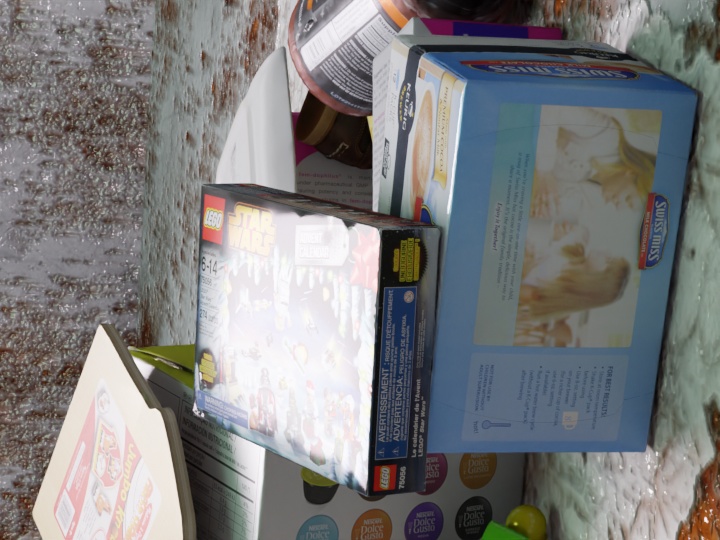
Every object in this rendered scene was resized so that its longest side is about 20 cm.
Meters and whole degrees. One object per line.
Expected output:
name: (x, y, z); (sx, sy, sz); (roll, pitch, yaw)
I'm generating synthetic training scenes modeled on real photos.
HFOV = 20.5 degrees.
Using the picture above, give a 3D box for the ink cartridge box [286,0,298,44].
ink cartridge box: (0.021, -0.240, 1.468); (0.199, 0.037, 0.095); (-31, 44, 44)

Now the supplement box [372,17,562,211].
supplement box: (0.066, -0.045, 1.238); (0.103, 0.100, 0.202); (143, 128, -73)

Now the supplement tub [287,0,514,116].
supplement tub: (0.036, -0.185, 1.339); (0.200, 0.106, 0.108); (-33, 55, 57)

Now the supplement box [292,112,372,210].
supplement box: (-0.022, -0.014, 1.582); (0.103, 0.100, 0.202); (133, 138, -70)

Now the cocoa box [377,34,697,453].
cocoa box: (0.086, -0.016, 1.070); (0.131, 0.132, 0.202); (-131, 45, -68)

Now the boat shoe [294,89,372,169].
boat shoe: (0.017, -0.177, 1.529); (0.201, 0.070, 0.070); (-67, 22, 2)

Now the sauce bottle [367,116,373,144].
sauce bottle: (0.044, -0.073, 1.418); (0.201, 0.064, 0.065); (-99, 17, -46)

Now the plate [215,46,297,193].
plate: (-0.084, -0.040, 1.534); (0.200, 0.032, 0.202); (117, 153, -60)

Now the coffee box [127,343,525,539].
coffee box: (-0.033, 0.161, 1.300); (0.199, 0.198, 0.200); (21, 109, 55)

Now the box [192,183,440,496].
box: (-0.029, 0.031, 1.078); (0.199, 0.040, 0.138); (15, 104, 58)

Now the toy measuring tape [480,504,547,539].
toy measuring tape: (0.064, 0.235, 1.198); (0.201, 0.073, 0.074); (-63, 11, -8)

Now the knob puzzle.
knob puzzle: (-0.141, 0.164, 1.256); (0.219, 0.030, 0.222); (2, 93, 57)
